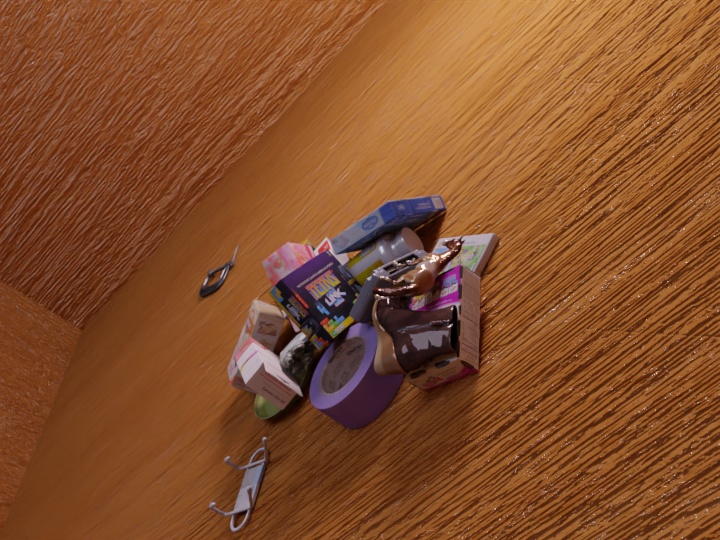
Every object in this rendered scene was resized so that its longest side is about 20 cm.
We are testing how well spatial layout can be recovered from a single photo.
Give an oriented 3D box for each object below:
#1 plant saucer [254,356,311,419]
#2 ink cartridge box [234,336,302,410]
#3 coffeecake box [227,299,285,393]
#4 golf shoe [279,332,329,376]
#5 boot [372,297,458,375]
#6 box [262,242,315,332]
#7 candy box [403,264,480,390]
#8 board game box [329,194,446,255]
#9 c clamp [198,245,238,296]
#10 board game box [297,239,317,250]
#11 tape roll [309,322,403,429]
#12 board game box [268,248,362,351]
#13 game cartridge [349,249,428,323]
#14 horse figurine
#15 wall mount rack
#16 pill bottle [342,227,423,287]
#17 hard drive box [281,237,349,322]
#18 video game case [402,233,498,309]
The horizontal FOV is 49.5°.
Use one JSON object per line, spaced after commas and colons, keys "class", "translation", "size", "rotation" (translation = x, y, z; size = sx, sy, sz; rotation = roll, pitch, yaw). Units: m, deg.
{"class": "plant saucer", "translation": [-0.178, 0.271, 1.862], "size": [0.200, 0.031, 0.200], "rotation": [-40, 28, 26]}
{"class": "ink cartridge box", "translation": [-0.211, 0.241, 1.783], "size": [0.068, 0.116, 0.200], "rotation": [-50, 24, 1]}
{"class": "coffeecake box", "translation": [-0.269, 0.192, 1.996], "size": [0.154, 0.073, 0.200], "rotation": [-143, 74, -74]}
{"class": "golf shoe", "translation": [-0.111, 0.150, 1.814], "size": [0.200, 0.078, 0.097], "rotation": [-39, 25, -10]}
{"class": "boot", "translation": [0.104, 0.094, 1.412], "size": [0.166, 0.072, 0.200], "rotation": [-24, 40, 27]}
{"class": "box", "translation": [-0.138, 0.041, 1.878], "size": [0.095, 0.103, 0.200], "rotation": [-37, 68, 23]}
{"class": "candy box", "translation": [0.152, 0.105, 1.433], "size": [0.136, 0.061, 0.200], "rotation": [-28, 42, 42]}
{"class": "board game box", "translation": [0.064, -0.103, 1.781], "size": [0.199, 0.043, 0.200], "rotation": [-30, -12, 40]}
{"class": "c clamp", "translation": [-0.514, 0.014, 2.828], "size": [0.200, 0.027, 0.171], "rotation": [-26, 40, 42]}
{"class": "board game box", "translation": [-0.162, -0.030, 2.166], "size": [0.200, 0.095, 0.030], "rotation": [-17, 41, 52]}
{"class": "tape roll", "translation": [-0.007, 0.211, 1.575], "size": [0.200, 0.085, 0.200], "rotation": [-41, 27, 26]}
{"class": "board game box", "translation": [-0.078, 0.058, 1.671], "size": [0.057, 0.165, 0.200], "rotation": [-44, -3, 34]}
{"class": "game cartridge", "translation": [0.060, 0.036, 1.600], "size": [0.200, 0.040, 0.134], "rotation": [-25, -29, -52]}
{"class": "horse figurine", "translation": [0.103, 0.006, 1.458], "size": [0.132, 0.050, 0.200], "rotation": [-5, 25, 37]}
{"class": "wall mount rack", "translation": [-0.246, 0.450, 1.684], "size": [0.174, 0.075, 0.200], "rotation": [-31, 33, 39]}
{"class": "pill bottle", "translation": [0.047, -0.013, 1.762], "size": [0.200, 0.104, 0.104], "rotation": [-36, 29, 32]}
{"class": "hard drive box", "translation": [-0.115, 0.036, 2.017], "size": [0.200, 0.077, 0.156], "rotation": [-47, 25, 11]}
{"class": "video game case", "translation": [0.177, 0.015, 1.591], "size": [0.182, 0.022, 0.200], "rotation": [-3, 53, 60]}
